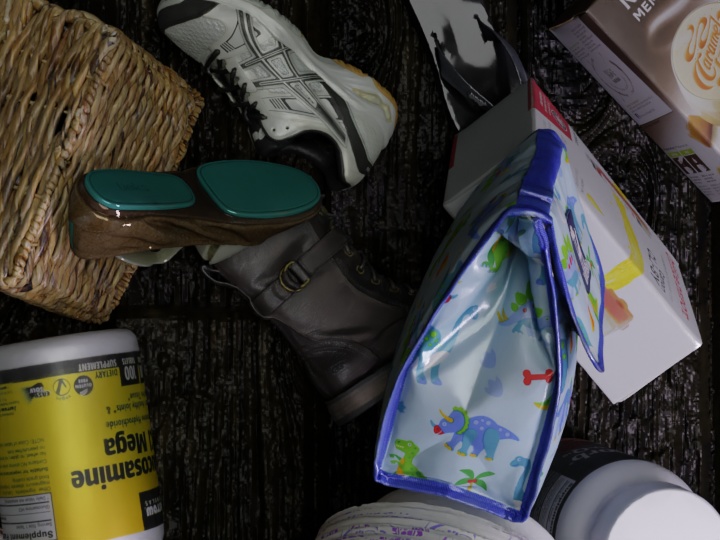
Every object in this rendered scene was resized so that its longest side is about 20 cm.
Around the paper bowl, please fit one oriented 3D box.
[{"bbox_3d":[0.059,0.218,0.897,0.200,0.201,0.105,30,53,-10],"label":"paper bowl"}]

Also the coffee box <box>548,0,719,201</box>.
[{"bbox_3d":[0.264,-0.166,1.082,0.200,0.080,0.115,43,82,-9],"label":"coffee box"}]

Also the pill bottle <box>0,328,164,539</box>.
[{"bbox_3d":[-0.199,0.148,0.959,0.111,0.112,0.202,-8,87,-12],"label":"pill bottle"}]

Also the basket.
[{"bbox_3d":[-0.231,-0.081,0.986,0.142,0.149,0.202,20,86,21],"label":"basket"}]

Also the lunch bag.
[{"bbox_3d":[0.092,0.025,0.863,0.126,0.170,0.202,13,113,5],"label":"lunch bag"}]

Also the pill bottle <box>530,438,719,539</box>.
[{"bbox_3d":[0.185,0.192,1.004,0.115,0.200,0.117,0,90,-12],"label":"pill bottle"}]

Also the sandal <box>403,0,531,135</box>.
[{"bbox_3d":[0.089,-0.162,1.063,0.076,0.043,0.201,-33,96,-10],"label":"sandal"}]

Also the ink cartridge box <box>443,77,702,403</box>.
[{"bbox_3d":[0.156,-0.024,1.008,0.083,0.145,0.200,-36,107,20],"label":"ink cartridge box"}]

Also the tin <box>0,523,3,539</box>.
[{"bbox_3d":[-0.324,0.260,0.979,0.199,0.042,0.112,-37,93,-10],"label":"tin"}]

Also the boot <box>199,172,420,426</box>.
[{"bbox_3d":[0.000,0.000,1.035,0.199,0.069,0.175,-36,90,-16],"label":"boot"}]

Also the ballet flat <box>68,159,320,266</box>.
[{"bbox_3d":[-0.120,-0.035,0.961,0.199,0.073,0.068,-8,50,-42],"label":"ballet flat"}]

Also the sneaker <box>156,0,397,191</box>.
[{"bbox_3d":[-0.068,-0.133,1.005,0.199,0.076,0.088,29,69,-9],"label":"sneaker"}]
